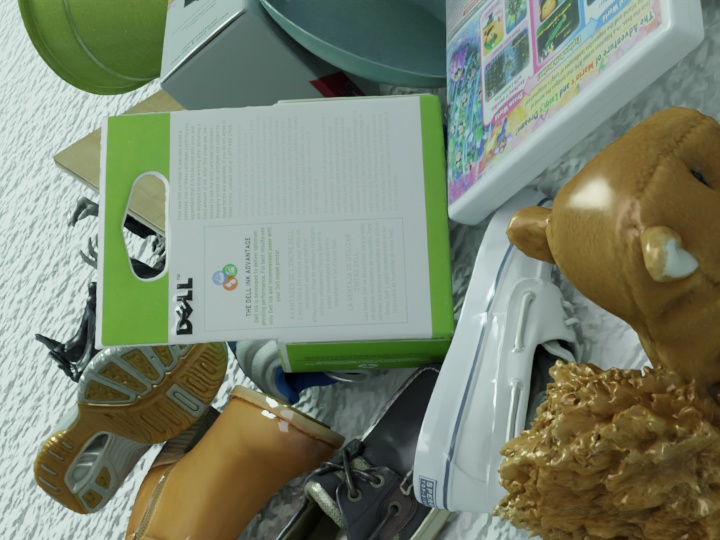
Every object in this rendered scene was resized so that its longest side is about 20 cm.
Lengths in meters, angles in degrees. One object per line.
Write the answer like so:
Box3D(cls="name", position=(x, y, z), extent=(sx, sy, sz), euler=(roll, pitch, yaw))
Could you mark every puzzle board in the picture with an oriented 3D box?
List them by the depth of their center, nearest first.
Box3D(cls="puzzle board", position=(-0.129, -0.090, 1.050), extent=(0.150, 0.017, 0.200), euler=(-36, 42, -23))

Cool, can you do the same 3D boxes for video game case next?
Box3D(cls="video game case", position=(0.104, -0.146, 0.722), extent=(0.200, 0.024, 0.183), euler=(-41, 42, 53))

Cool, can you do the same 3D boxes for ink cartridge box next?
Box3D(cls="ink cartridge box", position=(-0.048, -0.019, 0.795), extent=(0.199, 0.076, 0.149), euler=(-2, 72, 1))
Box3D(cls="ink cartridge box", position=(-0.061, -0.160, 0.967), extent=(0.083, 0.146, 0.201), euler=(-36, 32, 21))

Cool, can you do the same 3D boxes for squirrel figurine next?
Box3D(cls="squirrel figurine", position=(0.140, 0.038, 0.549), extent=(0.141, 0.186, 0.201), euler=(26, 84, 55))

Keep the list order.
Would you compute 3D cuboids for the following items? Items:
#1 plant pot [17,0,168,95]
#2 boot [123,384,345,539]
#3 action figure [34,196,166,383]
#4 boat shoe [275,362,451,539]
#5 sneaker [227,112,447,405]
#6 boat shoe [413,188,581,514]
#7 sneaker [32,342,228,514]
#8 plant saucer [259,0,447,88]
Box3D(cls="plant pot", position=(-0.160, -0.247, 1.173), extent=(0.189, 0.200, 0.201), euler=(11, 71, 40))
Box3D(cls="boot", position=(-0.095, 0.155, 0.834), extent=(0.200, 0.077, 0.156), euler=(-11, 49, 54))
Box3D(cls="action figure", position=(-0.182, -0.010, 1.065), extent=(0.201, 0.102, 0.119), euler=(-57, 23, 3))
Box3D(cls="boat shoe", position=(-0.003, 0.135, 0.756), extent=(0.201, 0.065, 0.072), euler=(-57, 33, -1))
Box3D(cls="sneaker", position=(0.000, 0.000, 0.868), extent=(0.200, 0.081, 0.147), euler=(-36, 56, 9))
Box3D(cls="boat shoe", position=(0.087, 0.043, 0.728), extent=(0.065, 0.074, 0.201), euler=(9, 59, 19))
Box3D(cls="sneaker", position=(-0.149, 0.078, 0.902), extent=(0.200, 0.076, 0.088), euler=(-41, 11, 36))
Box3D(cls="plant saucer", position=(0.013, -0.169, 0.891), extent=(0.202, 0.200, 0.039), euler=(-105, 28, -47))
